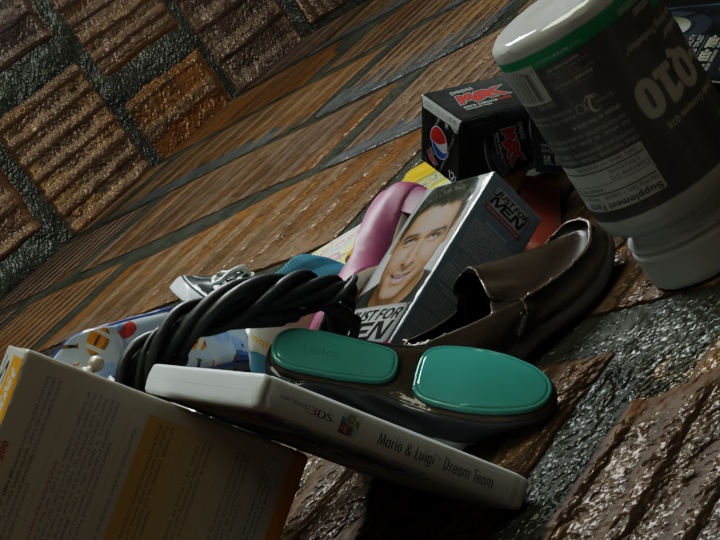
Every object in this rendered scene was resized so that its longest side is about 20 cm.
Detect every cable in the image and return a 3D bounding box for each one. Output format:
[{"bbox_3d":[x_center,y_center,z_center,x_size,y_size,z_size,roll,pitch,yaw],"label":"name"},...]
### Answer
[{"bbox_3d":[-0.085,0.060,0.974,0.199,0.163,0.051,-40,51,9],"label":"cable"}]

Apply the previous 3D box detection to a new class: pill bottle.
[{"bbox_3d":[0.183,-0.095,0.918,0.112,0.201,0.113,-33,15,10],"label":"pill bottle"}]

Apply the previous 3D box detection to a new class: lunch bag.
[{"bbox_3d":[-0.198,0.101,1.278,0.198,0.076,0.160,-5,-27,-41],"label":"lunch bag"}]

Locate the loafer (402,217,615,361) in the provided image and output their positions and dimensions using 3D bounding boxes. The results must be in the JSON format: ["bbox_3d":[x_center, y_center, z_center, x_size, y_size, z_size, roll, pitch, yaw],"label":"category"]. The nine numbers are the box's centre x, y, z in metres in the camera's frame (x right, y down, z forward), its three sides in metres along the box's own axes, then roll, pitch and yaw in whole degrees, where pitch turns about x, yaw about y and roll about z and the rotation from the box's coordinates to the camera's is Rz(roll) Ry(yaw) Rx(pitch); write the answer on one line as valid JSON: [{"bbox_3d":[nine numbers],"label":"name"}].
[{"bbox_3d":[0.107,0.021,0.989,0.200,0.071,0.073,-43,16,-26],"label":"loafer"}]

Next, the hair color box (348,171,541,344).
[{"bbox_3d":[0.047,0.025,1.058,0.099,0.061,0.201,-11,41,59],"label":"hair color box"}]

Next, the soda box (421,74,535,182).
[{"bbox_3d":[0.152,-0.133,1.204,0.198,0.064,0.071,-17,33,-24],"label":"soda box"}]

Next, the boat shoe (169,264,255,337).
[{"bbox_3d":[-0.122,0.031,1.388,0.068,0.073,0.199,-54,33,-8],"label":"boat shoe"}]

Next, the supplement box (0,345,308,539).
[{"bbox_3d":[-0.149,0.141,0.881,0.073,0.198,0.128,2,69,67],"label":"supplement box"}]

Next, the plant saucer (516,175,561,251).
[{"bbox_3d":[0.082,-0.007,1.210,0.199,0.037,0.200,-32,15,18],"label":"plant saucer"}]

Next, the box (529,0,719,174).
[{"bbox_3d":[0.240,-0.157,1.086,0.162,0.087,0.200,7,36,28],"label":"box"}]

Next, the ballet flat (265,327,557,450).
[{"bbox_3d":[0.033,0.084,0.922,0.197,0.074,0.073,8,29,13],"label":"ballet flat"}]

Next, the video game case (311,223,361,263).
[{"bbox_3d":[-0.015,-0.005,1.454,0.199,0.023,0.182,-31,15,21],"label":"video game case"}]

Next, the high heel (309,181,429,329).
[{"bbox_3d":[0.000,0.000,1.149,0.095,0.068,0.201,6,53,49],"label":"high heel"}]

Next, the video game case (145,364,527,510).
[{"bbox_3d":[-0.022,0.099,0.851,0.199,0.180,0.024,-3,65,64],"label":"video game case"}]

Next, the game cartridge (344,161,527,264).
[{"bbox_3d":[0.086,-0.080,1.297,0.175,0.033,0.200,-27,17,31],"label":"game cartridge"}]

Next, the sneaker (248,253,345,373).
[{"bbox_3d":[-0.047,0.040,1.271,0.076,0.082,0.200,21,21,20],"label":"sneaker"}]

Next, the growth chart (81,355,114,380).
[{"bbox_3d":[-0.181,0.151,1.103,0.145,0.198,0.018,-57,-21,-29],"label":"growth chart"}]
